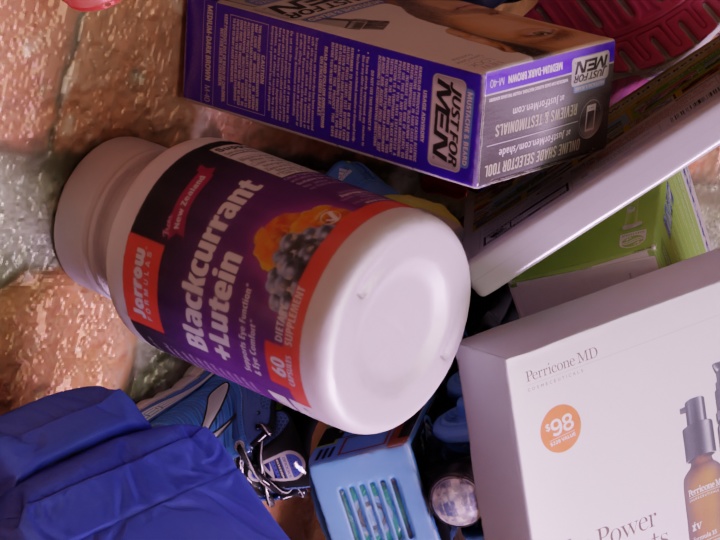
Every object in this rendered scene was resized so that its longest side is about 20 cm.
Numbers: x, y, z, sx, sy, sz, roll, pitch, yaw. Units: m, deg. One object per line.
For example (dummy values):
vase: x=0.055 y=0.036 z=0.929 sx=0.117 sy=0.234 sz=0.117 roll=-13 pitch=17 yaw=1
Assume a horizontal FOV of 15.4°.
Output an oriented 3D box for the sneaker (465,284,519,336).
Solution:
sneaker: x=0.088 y=0.084 z=1.555 sx=0.099 sy=0.071 sz=0.201 roll=22 pitch=53 yaw=-37

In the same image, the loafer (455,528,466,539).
loafer: x=0.008 y=0.193 z=1.533 sx=0.073 sy=0.071 sz=0.200 roll=16 pitch=131 yaw=-33

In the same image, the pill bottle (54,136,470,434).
pill bottle: x=-0.054 y=-0.002 z=1.310 sx=0.111 sy=0.200 sz=0.112 roll=-26 pitch=126 yaw=-43

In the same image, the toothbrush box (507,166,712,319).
toothbrush box: x=0.151 y=0.017 z=1.489 sx=0.200 sy=0.086 sz=0.146 roll=-70 pitch=144 yaw=-62

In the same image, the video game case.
video game case: x=0.140 y=-0.065 z=1.374 sx=0.200 sy=0.182 sz=0.023 roll=-34 pitch=98 yaw=9

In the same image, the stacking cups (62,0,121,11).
stacking cups: x=-0.143 y=-0.209 z=1.216 sx=0.061 sy=0.060 sz=0.200 roll=-48 pitch=141 yaw=-26

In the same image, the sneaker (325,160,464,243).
sneaker: x=0.000 y=0.000 z=1.497 sx=0.076 sy=0.105 sz=0.200 roll=-40 pitch=165 yaw=-29

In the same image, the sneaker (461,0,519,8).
sneaker: x=0.114 y=-0.183 z=1.537 sx=0.199 sy=0.080 sz=0.115 roll=-45 pitch=135 yaw=-32

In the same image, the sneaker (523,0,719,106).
sneaker: x=0.121 y=-0.118 z=1.496 sx=0.200 sy=0.082 sz=0.088 roll=-29 pitch=164 yaw=4

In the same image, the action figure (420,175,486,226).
action figure: x=0.113 y=-0.046 z=1.635 sx=0.200 sy=0.052 sz=0.066 roll=-17 pitch=115 yaw=-49

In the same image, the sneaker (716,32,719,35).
sneaker: x=0.173 y=-0.154 z=1.640 sx=0.200 sy=0.075 sz=0.081 roll=-42 pitch=119 yaw=-13

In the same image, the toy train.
toy train: x=0.044 y=0.092 z=1.427 sx=0.200 sy=0.114 sz=0.087 roll=-59 pitch=135 yaw=-68

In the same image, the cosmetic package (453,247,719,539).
cosmetic package: x=0.150 y=0.082 z=1.351 sx=0.200 sy=0.052 sz=0.151 roll=-19 pitch=107 yaw=-29

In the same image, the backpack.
backpack: x=-0.151 y=0.168 z=1.308 sx=0.162 sy=0.168 sz=0.200 roll=-14 pitch=152 yaw=-47

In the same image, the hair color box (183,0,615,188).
hair color box: x=0.017 y=-0.102 z=1.351 sx=0.109 sy=0.200 sz=0.065 roll=-18 pitch=120 yaw=-47

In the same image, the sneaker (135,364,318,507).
sneaker: x=-0.076 y=0.098 z=1.426 sx=0.200 sy=0.089 sz=0.079 roll=-51 pitch=139 yaw=-23
